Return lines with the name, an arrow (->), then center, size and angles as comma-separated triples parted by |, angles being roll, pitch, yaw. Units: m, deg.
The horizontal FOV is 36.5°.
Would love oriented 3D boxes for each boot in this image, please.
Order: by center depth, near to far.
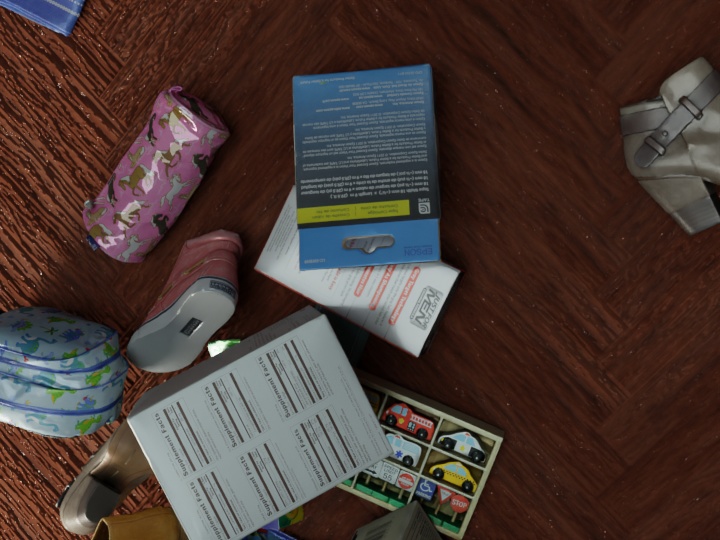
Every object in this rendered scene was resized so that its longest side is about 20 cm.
boot -> 0.347, -0.131, 1.024 | 0.198, 0.070, 0.148 | -26, 87, 18
boot -> -0.239, 0.348, 1.174 | 0.070, 0.143, 0.204 | 23, 107, 46
boot -> -0.263, 0.206, 1.220 | 0.070, 0.146, 0.200 | 44, 74, -11

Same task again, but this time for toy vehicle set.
toy vehicle set -> 0.041, 0.193, 1.173 | 0.197, 0.027, 0.126 | 22, 104, 8

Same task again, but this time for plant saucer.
plant saucer -> -0.048, 0.125, 1.205 | 0.069, 0.019, 0.203 | 24, 103, 12

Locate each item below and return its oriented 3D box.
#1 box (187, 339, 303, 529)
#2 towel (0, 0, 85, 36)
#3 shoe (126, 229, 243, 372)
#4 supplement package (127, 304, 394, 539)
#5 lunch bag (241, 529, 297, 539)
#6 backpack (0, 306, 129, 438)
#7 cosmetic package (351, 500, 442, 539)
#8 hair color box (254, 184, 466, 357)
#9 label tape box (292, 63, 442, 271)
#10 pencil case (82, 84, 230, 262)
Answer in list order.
box -> -0.128, 0.177, 1.199 | 0.116, 0.048, 0.204 | -6, 90, 38
towel -> -0.353, -0.383, 1.225 | 0.143, 0.024, 0.202 | 27, 104, 11
shoe -> -0.192, 0.036, 1.215 | 0.071, 0.092, 0.200 | 27, 137, -24
supplement package -> -0.097, 0.146, 1.052 | 0.198, 0.191, 0.149 | -28, 93, -6
lunch bag -> -0.066, 0.393, 1.220 | 0.197, 0.094, 0.152 | 21, 106, 2
backpack -> -0.357, 0.112, 1.218 | 0.198, 0.163, 0.155 | 31, 109, 13
cosmetic package -> 0.068, 0.361, 1.142 | 0.087, 0.103, 0.202 | -30, 97, 22
hair color box -> 0.000, 0.000, 1.143 | 0.198, 0.061, 0.103 | 28, 94, 12
label tape box -> 0.008, -0.096, 1.091 | 0.142, 0.063, 0.203 | -3, 77, 7
pencil case -> -0.225, -0.105, 1.195 | 0.201, 0.086, 0.083 | -52, 52, 16
